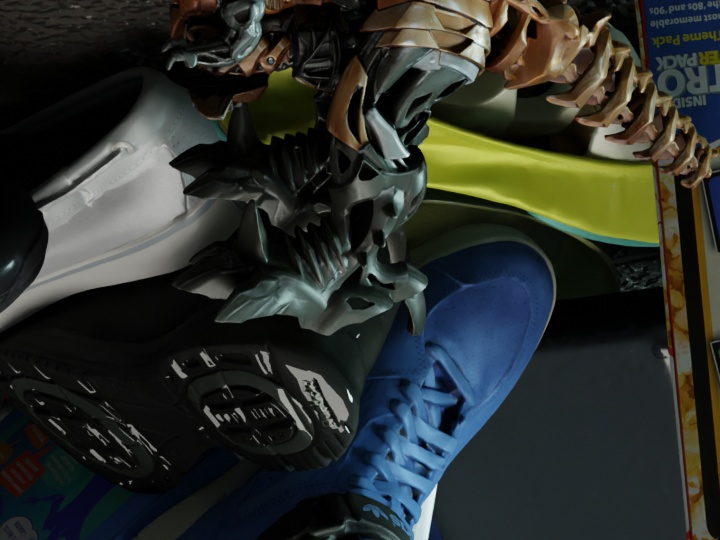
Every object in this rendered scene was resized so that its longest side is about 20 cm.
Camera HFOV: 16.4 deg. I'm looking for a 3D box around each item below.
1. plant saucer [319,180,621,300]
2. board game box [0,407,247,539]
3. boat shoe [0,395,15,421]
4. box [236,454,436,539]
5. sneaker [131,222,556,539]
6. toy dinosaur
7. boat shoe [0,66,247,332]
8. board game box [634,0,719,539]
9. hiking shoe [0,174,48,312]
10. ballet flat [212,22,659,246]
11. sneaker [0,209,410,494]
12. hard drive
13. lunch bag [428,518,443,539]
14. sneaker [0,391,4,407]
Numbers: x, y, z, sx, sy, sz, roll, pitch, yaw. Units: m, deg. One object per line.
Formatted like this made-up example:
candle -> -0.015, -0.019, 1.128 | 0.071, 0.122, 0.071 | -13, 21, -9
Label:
plant saucer -> 0.000, 0.000, 0.961 | 0.199, 0.031, 0.200 | -2, 158, -1
board game box -> -0.139, 0.121, 0.949 | 0.045, 0.200, 0.152 | 53, 172, -26
boat shoe -> -0.112, 0.099, 1.152 | 0.199, 0.063, 0.071 | 17, 153, -37
box -> -0.044, 0.110, 1.010 | 0.060, 0.117, 0.200 | 8, -174, -24
sneaker -> 0.009, 0.076, 0.849 | 0.200, 0.111, 0.077 | -42, 121, -6
toy dinosaur -> 0.001, -0.058, 0.694 | 0.199, 0.136, 0.102 | 26, -158, 7
boat shoe -> -0.126, -0.020, 0.857 | 0.199, 0.072, 0.069 | -12, 136, 38
board game box -> 0.163, -0.003, 0.739 | 0.150, 0.201, 0.046 | -5, 172, 8
hiking shoe -> -0.196, -0.033, 0.773 | 0.199, 0.076, 0.101 | 9, 139, 0
ballet flat -> 0.049, -0.054, 0.799 | 0.199, 0.067, 0.067 | 9, 134, -23
sneaker -> -0.055, 0.022, 0.864 | 0.199, 0.091, 0.076 | -4, 134, 46
hard drive -> 0.098, 0.102, 0.963 | 0.139, 0.033, 0.201 | -8, 120, 34
lunch bag -> 0.056, 0.111, 1.109 | 0.199, 0.133, 0.136 | 16, 172, -36
sneaker -> -0.233, 0.057, 0.964 | 0.114, 0.073, 0.200 | -4, 179, 21
